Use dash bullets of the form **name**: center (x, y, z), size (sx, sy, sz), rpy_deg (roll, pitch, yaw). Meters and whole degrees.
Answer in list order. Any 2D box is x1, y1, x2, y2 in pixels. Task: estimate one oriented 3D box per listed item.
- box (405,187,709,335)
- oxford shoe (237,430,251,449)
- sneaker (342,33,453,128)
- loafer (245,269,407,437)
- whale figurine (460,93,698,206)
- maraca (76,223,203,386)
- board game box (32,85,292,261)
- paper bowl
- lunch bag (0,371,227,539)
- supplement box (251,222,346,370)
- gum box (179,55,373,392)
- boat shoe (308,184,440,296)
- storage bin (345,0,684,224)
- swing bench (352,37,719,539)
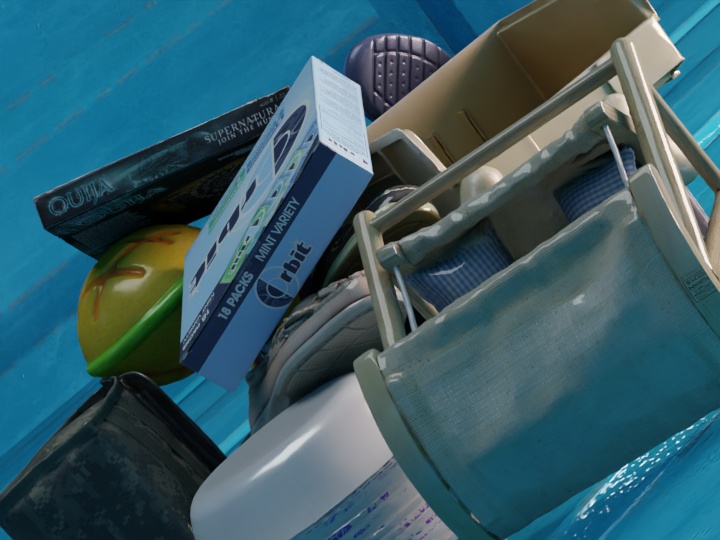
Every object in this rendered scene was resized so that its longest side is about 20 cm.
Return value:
- **box**: center (0.118, 0.003, 1.782), size (0.200, 0.105, 0.148), rpy_deg (-39, 7, -14)
- **oxford shoe**: center (-0.085, 0.170, 1.934), size (0.200, 0.058, 0.075), rpy_deg (-50, 6, 28)
- **sneaker**: center (0.044, -0.125, 1.930), size (0.082, 0.075, 0.199), rpy_deg (3, -7, 40)
- **loafer**: center (-0.032, 0.047, 1.639), size (0.071, 0.063, 0.200), rpy_deg (-11, -26, -28)
- **whale figurine**: center (0.128, -0.009, 1.629), size (0.201, 0.159, 0.104), rpy_deg (-55, -5, -14)
- **maraca**: center (-0.143, 0.020, 1.908), size (0.137, 0.107, 0.200), rpy_deg (-39, 7, 12)
- **board game box**: center (-0.121, -0.067, 1.876), size (0.199, 0.028, 0.135), rpy_deg (-23, -14, 7)
- **paper bowl**: center (-0.021, 0.138, 1.572), size (0.200, 0.105, 0.201), rpy_deg (-38, 7, 5)
- **lunch bag**: center (-0.142, 0.161, 1.784), size (0.117, 0.164, 0.200), rpy_deg (-41, 6, 12)
- **supplement box**: center (0.011, -0.002, 1.982), size (0.196, 0.134, 0.200), rpy_deg (-14, 2, -12)
- **gum box**: center (-0.056, -0.034, 1.714), size (0.170, 0.044, 0.200), rpy_deg (-57, 12, 15)
- **boat shoe**: center (0.001, 0.000, 1.685), size (0.071, 0.066, 0.201), rpy_deg (-3, -33, -16)
- **storage bin**: center (0.090, -0.099, 1.769), size (0.200, 0.094, 0.198), rpy_deg (-39, 6, -22)
- **swing bench**: center (0.106, 0.014, 1.427), size (0.198, 0.130, 0.201), rpy_deg (-34, 26, 20)
